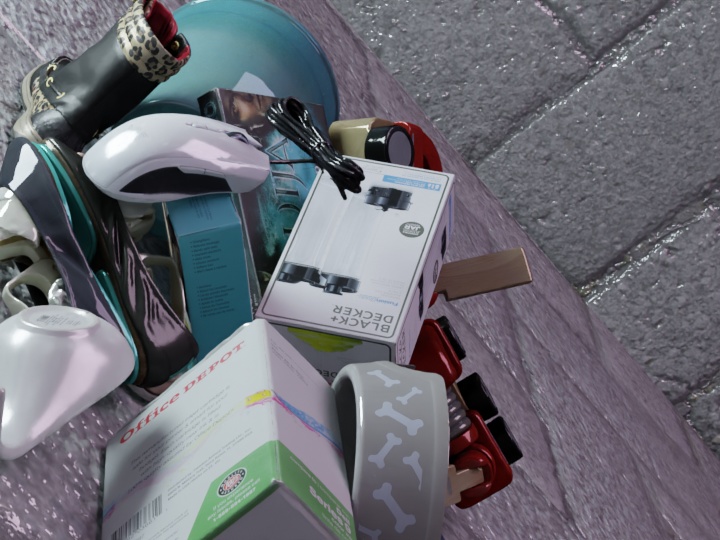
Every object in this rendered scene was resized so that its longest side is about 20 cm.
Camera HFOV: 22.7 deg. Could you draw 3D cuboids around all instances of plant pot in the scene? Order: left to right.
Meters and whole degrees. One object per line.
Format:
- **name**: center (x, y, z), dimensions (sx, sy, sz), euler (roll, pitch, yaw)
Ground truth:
- **plant pot**: center (-0.136, -0.123, 1.608), dimensions (0.200, 0.199, 0.188), euler (49, 27, -11)

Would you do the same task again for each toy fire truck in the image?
- **toy fire truck**: center (0.054, -0.038, 1.623), dimensions (0.199, 0.128, 0.178), euler (8, 81, -54)
- **toy fire truck**: center (0.064, 0.152, 1.688), dimensions (0.177, 0.128, 0.200), euler (61, 4, -3)

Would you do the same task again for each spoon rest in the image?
- **spoon rest**: center (-0.204, 0.068, 1.099), dimensions (0.098, 0.061, 0.200), euler (9, 14, 9)

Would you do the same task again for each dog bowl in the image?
- **dog bowl**: center (0.005, 0.154, 1.193), dimensions (0.058, 0.202, 0.201), euler (8, 26, -11)

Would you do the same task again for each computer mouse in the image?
- **computer mouse**: center (-0.102, -0.088, 1.293), dimensions (0.198, 0.044, 0.110), euler (-7, 42, -28)

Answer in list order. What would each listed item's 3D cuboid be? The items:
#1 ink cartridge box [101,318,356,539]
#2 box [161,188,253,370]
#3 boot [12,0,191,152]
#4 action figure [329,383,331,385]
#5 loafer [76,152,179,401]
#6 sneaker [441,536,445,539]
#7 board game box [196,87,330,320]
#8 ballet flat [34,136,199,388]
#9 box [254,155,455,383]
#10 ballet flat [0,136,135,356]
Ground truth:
- **ink cartridge box**: center (-0.086, 0.142, 1.132), dimensions (0.088, 0.145, 0.201), euler (45, 14, -26)
- **box**: center (-0.112, 0.022, 1.357), dimensions (0.083, 0.049, 0.201), euler (-114, -165, -48)
- **boot**: center (-0.215, -0.167, 1.507), dimensions (0.073, 0.150, 0.200), euler (47, 13, -17)
- **action figure**: center (0.005, 0.100, 1.496), dimensions (0.066, 0.098, 0.201), euler (58, -13, 33)
- **loafer**: center (-0.188, 0.001, 1.343), dimensions (0.201, 0.063, 0.072), euler (56, 14, 16)
- **sneaker**: center (0.031, 0.178, 1.427), dimensions (0.109, 0.069, 0.202), euler (82, -2, -83)
- **board game box**: center (-0.063, -0.048, 1.496), dimensions (0.135, 0.028, 0.202), euler (3, 69, -50)
- **ballet flat**: center (-0.173, -0.009, 1.291), dimensions (0.068, 0.068, 0.202), euler (-16, 74, -31)
- **box**: center (0.000, 0.000, 1.419), dimensions (0.061, 0.115, 0.201), euler (89, 17, -44)
- **ballet flat**: center (-0.223, -0.006, 1.242), dimensions (0.201, 0.073, 0.073), euler (62, 16, 19)
